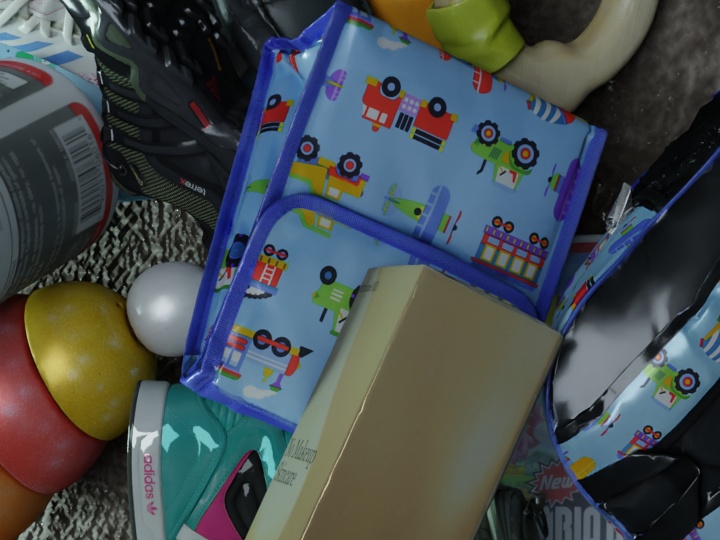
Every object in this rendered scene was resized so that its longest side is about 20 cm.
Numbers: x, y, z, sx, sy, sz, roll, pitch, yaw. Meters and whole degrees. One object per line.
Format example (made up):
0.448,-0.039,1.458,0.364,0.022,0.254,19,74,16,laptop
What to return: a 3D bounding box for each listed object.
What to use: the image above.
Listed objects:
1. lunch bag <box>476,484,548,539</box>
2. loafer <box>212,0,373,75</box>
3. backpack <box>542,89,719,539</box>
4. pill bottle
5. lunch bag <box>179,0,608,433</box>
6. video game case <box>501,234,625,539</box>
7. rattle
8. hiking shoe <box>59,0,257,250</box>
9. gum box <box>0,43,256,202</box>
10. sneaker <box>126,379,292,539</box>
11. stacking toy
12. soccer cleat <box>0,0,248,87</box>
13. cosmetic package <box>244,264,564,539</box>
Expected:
0.012,0.203,1.093,0.198,0.139,0.169,-18,77,13,lunch bag
-0.044,-0.157,1.158,0.201,0.068,0.070,56,149,8,loafer
0.171,0.035,1.030,0.183,0.135,0.200,44,86,-12,backpack
-0.220,-0.025,1.161,0.113,0.200,0.115,13,117,26,pill bottle
0.007,0.003,1.077,0.094,0.150,0.202,-18,52,64,lunch bag
0.134,0.083,1.140,0.142,0.017,0.202,-1,82,24,video game case
0.095,-0.180,1.175,0.129,0.143,0.201,26,83,-10,rattle
-0.107,-0.085,1.146,0.100,0.076,0.200,-37,92,36,hiking shoe
-0.110,-0.126,1.255,0.198,0.044,0.172,-5,87,24,gum box
-0.050,0.141,1.190,0.119,0.084,0.201,0,126,4,sneaker
-0.155,0.056,1.222,0.199,0.146,0.147,-25,79,16,stacking toy
-0.153,-0.134,1.203,0.199,0.086,0.070,18,96,23,soccer cleat
0.003,0.102,0.984,0.071,0.105,0.201,26,82,-12,cosmetic package
